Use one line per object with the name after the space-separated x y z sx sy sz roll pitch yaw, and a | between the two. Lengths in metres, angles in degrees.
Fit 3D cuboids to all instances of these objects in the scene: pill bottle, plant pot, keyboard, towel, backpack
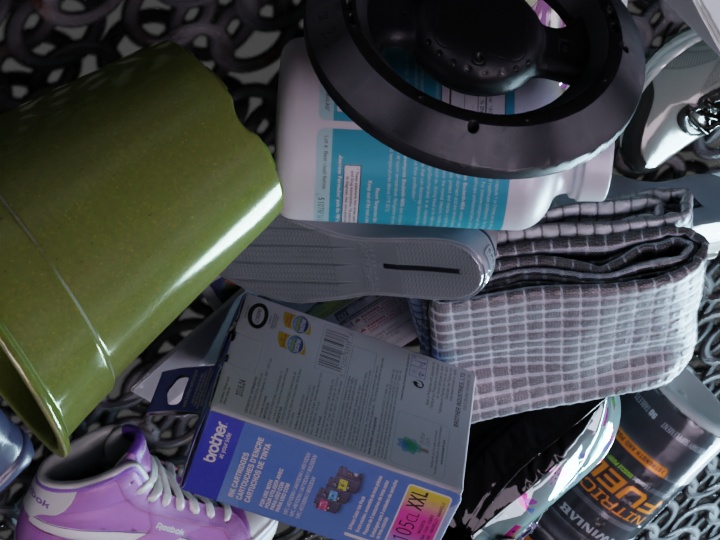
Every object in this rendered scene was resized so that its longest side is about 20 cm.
0.049 -0.081 1.129 0.199 0.111 0.111 4 135 -1 | pill bottle
-0.152 -0.031 1.061 0.190 0.200 0.200 -38 143 -16 | plant pot
-0.068 0.027 1.266 0.200 0.011 0.056 -41 135 10 | keyboard
0.207 0.168 1.560 0.106 0.106 0.200 20 118 -45 | pill bottle
0.133 0.028 1.281 0.200 0.086 0.166 -10 150 0 | towel
0.099 0.123 1.415 0.200 0.167 0.127 -39 161 2 | backpack

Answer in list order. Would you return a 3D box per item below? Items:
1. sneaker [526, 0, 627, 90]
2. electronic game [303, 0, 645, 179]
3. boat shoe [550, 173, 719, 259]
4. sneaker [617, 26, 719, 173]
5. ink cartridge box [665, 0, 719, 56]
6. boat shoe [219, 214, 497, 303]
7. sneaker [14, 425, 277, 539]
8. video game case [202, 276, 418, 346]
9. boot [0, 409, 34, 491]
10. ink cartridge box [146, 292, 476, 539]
0.085 -0.114 1.219 0.114 0.073 0.201 1 125 -25 | sneaker
0.066 -0.132 1.073 0.200 0.200 0.042 -15 149 -22 | electronic game
0.201 -0.023 1.392 0.202 0.075 0.086 -8 139 -42 | boat shoe
0.261 -0.138 1.300 0.200 0.079 0.074 -42 143 12 | sneaker
0.200 -0.236 1.057 0.145 0.200 0.084 -38 142 6 | ink cartridge box
-0.008 -0.021 1.203 0.200 0.067 0.074 9 127 12 | boat shoe
-0.139 0.159 1.325 0.200 0.073 0.114 -5 130 -31 | sneaker
0.000 0.000 1.307 0.200 0.022 0.182 -32 141 -1 | video game case
-0.308 0.152 1.208 0.200 0.073 0.090 -36 136 1 | boot
-0.033 0.096 1.209 0.200 0.137 0.076 21 121 -5 | ink cartridge box
